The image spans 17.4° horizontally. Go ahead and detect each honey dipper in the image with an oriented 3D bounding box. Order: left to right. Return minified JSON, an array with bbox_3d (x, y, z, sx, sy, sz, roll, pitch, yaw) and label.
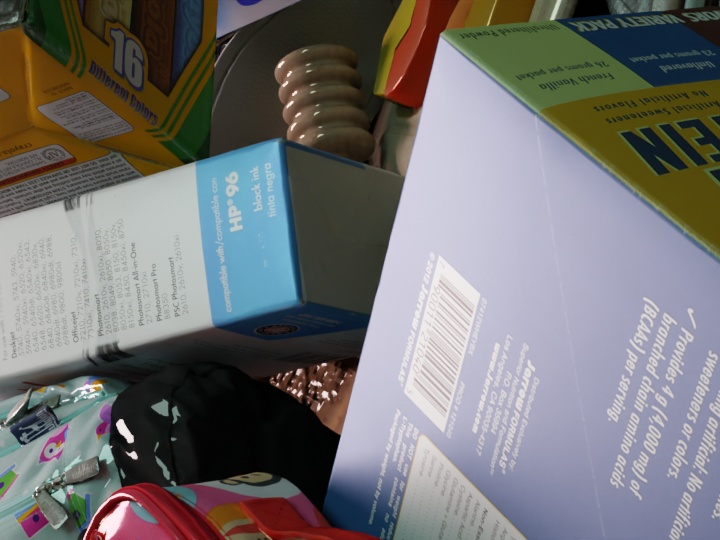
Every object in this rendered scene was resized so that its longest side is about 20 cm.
[{"bbox_3d":[0.000,0.000,0.985,0.038,0.038,0.201,-27,64,31],"label":"honey dipper"}]

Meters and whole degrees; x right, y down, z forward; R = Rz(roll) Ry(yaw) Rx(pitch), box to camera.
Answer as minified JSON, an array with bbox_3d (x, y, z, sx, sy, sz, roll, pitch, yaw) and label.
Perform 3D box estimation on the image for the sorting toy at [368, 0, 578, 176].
[{"bbox_3d":[0.052,-0.124,0.955,0.185,0.036,0.201,-162,88,-74],"label":"sorting toy"}]

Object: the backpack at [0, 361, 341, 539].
[{"bbox_3d":[-0.102,0.114,0.934,0.199,0.167,0.127,-23,52,28],"label":"backpack"}]

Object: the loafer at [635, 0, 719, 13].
[{"bbox_3d":[0.082,-0.021,0.847,0.063,0.072,0.201,14,115,12],"label":"loafer"}]

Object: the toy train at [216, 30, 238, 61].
[{"bbox_3d":[0.001,-0.137,1.098,0.200,0.034,0.046,-30,59,29],"label":"toy train"}]

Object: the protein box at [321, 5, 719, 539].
[{"bbox_3d":[0.110,0.053,0.713,0.200,0.135,0.199,43,131,41],"label":"protein box"}]

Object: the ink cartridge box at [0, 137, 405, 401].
[{"bbox_3d":[-0.082,0.010,0.944,0.199,0.116,0.068,-14,76,28],"label":"ink cartridge box"}]

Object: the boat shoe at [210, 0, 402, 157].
[{"bbox_3d":[-0.048,-0.050,1.064,0.200,0.076,0.060,-53,-4,-7],"label":"boat shoe"}]

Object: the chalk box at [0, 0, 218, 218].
[{"bbox_3d":[-0.137,-0.134,0.952,0.124,0.124,0.201,-14,56,27],"label":"chalk box"}]

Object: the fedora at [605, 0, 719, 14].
[{"bbox_3d":[0.160,-0.136,0.891,0.177,0.090,0.200,25,85,49],"label":"fedora"}]

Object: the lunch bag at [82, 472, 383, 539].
[{"bbox_3d":[-0.025,0.163,0.746,0.200,0.082,0.177,47,122,37],"label":"lunch bag"}]

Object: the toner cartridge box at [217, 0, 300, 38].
[{"bbox_3d":[-0.055,-0.145,1.069,0.095,0.043,0.200,-47,17,-28],"label":"toner cartridge box"}]
